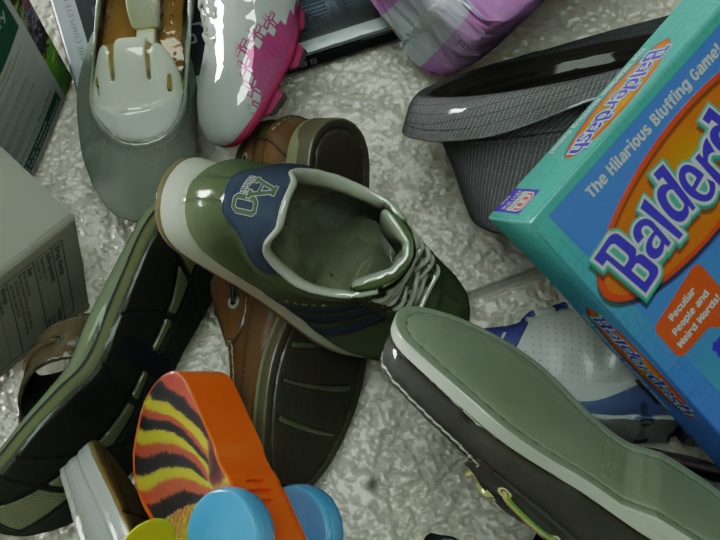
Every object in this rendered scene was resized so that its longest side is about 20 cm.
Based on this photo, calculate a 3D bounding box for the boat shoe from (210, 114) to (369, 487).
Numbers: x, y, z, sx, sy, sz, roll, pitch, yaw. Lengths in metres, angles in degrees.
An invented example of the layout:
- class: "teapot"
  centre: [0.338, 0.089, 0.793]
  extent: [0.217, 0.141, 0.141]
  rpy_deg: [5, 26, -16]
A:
- class: "boat shoe"
  centre: [-0.041, 0.018, 0.994]
  extent: [0.068, 0.072, 0.200]
  rpy_deg: [3, 81, 40]

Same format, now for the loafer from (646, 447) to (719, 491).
- class: "loafer"
  centre: [0.212, 0.138, 0.935]
  extent: [0.200, 0.063, 0.072]
  rpy_deg: [19, 75, 9]

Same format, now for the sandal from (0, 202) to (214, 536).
- class: "sandal"
  centre: [-0.140, 0.051, 0.990]
  extent: [0.057, 0.080, 0.201]
  rpy_deg: [18, 71, 36]

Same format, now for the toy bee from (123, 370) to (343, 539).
- class: "toy bee"
  centre: [-0.063, 0.149, 0.886]
  extent: [0.109, 0.131, 0.200]
  rpy_deg: [-51, 37, 23]

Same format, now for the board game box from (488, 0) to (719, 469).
- class: "board game box"
  centre: [0.179, -0.009, 0.879]
  extent: [0.200, 0.045, 0.152]
  rpy_deg: [45, 78, -18]

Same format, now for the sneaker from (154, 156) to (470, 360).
- class: "sneaker"
  centre: [0.000, 0.000, 0.919]
  extent: [0.090, 0.200, 0.067]
  rpy_deg: [3, 71, 50]

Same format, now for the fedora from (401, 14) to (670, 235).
- class: "fedora"
  centre: [0.126, -0.071, 0.973]
  extent: [0.200, 0.177, 0.090]
  rpy_deg: [-17, 102, -13]

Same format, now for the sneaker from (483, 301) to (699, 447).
- class: "sneaker"
  centre: [0.137, 0.029, 0.972]
  extent: [0.199, 0.081, 0.115]
  rpy_deg: [3, 69, -2]

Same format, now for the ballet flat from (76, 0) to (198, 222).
- class: "ballet flat"
  centre: [-0.122, -0.128, 1.014]
  extent: [0.067, 0.064, 0.200]
  rpy_deg: [1, 73, 4]

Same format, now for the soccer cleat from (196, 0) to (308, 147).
- class: "soccer cleat"
  centre: [-0.066, -0.164, 1.007]
  extent: [0.086, 0.070, 0.200]
  rpy_deg: [28, 65, -26]

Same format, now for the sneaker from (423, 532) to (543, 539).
- class: "sneaker"
  centre: [0.041, 0.178, 0.925]
  extent: [0.200, 0.078, 0.090]
  rpy_deg: [-26, 83, -14]

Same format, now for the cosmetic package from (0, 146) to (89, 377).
- class: "cosmetic package"
  centre: [-0.239, 0.034, 0.957]
  extent: [0.073, 0.104, 0.200]
  rpy_deg: [41, 66, 18]

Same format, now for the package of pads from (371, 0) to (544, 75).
- class: "package of pads"
  centre: [0.103, -0.196, 1.004]
  extent: [0.200, 0.120, 0.076]
  rpy_deg: [-42, 95, -15]

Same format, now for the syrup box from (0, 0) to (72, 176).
- class: "syrup box"
  centre: [-0.220, -0.115, 0.971]
  extent: [0.081, 0.200, 0.079]
  rpy_deg: [16, 74, 9]

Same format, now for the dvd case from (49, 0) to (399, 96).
- class: "dvd case"
  centre: [-0.079, -0.175, 1.072]
  extent: [0.200, 0.025, 0.151]
  rpy_deg: [-18, 73, -3]

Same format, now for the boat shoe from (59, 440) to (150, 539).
- class: "boat shoe"
  centre: [-0.120, 0.186, 0.933]
  extent: [0.069, 0.071, 0.200]
  rpy_deg: [-21, 81, 5]

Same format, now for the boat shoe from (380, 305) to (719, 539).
- class: "boat shoe"
  centre: [0.087, 0.094, 0.887]
  extent: [0.201, 0.072, 0.061]
  rpy_deg: [35, 121, -2]
